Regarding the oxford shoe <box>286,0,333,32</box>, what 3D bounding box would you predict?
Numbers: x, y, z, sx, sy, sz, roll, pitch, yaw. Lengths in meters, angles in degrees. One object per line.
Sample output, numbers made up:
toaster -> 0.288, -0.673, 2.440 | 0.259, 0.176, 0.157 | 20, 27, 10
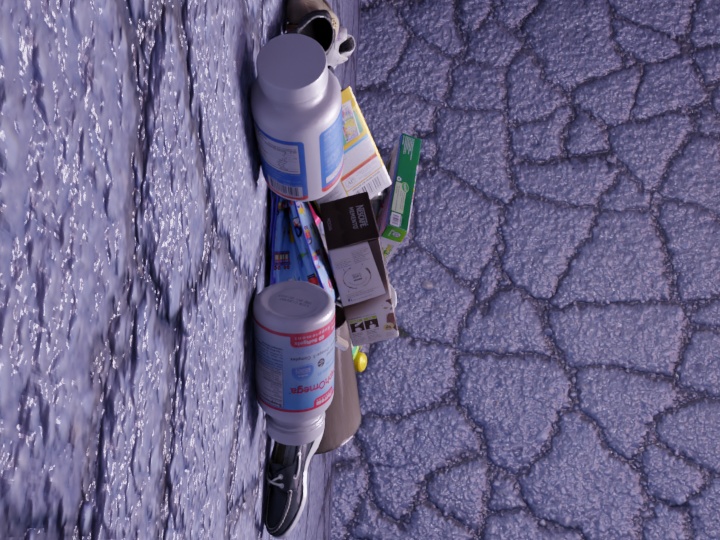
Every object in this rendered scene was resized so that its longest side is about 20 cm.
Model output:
oxford shoe -> -0.077, -0.417, 1.384 | 0.201, 0.069, 0.076 | -86, 172, -66

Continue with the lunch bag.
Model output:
lunch bag -> -0.093, -0.046, 1.303 | 0.151, 0.092, 0.205 | -42, 124, -84

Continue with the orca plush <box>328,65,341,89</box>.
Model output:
orca plush -> -0.059, -0.262, 1.391 | 0.200, 0.070, 0.107 | -96, 167, -73

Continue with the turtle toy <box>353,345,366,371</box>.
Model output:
turtle toy -> -0.066, 0.160, 1.700 | 0.101, 0.143, 0.205 | -15, 108, -64

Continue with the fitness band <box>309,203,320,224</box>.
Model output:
fitness band -> -0.066, -0.146, 1.451 | 0.203, 0.037, 0.144 | -61, 171, -15

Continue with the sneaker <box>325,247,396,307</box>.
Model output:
sneaker -> -0.038, 0.027, 1.515 | 0.082, 0.196, 0.115 | -63, -176, -10

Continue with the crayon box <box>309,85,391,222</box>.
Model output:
crayon box -> -0.042, -0.173, 1.311 | 0.052, 0.125, 0.201 | 48, -10, 42

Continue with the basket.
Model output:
basket -> -0.070, 0.167, 1.470 | 0.181, 0.133, 0.204 | -54, 145, -60

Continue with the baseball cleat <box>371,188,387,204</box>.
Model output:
baseball cleat -> 0.007, -0.178, 1.605 | 0.200, 0.068, 0.109 | -129, -145, -78

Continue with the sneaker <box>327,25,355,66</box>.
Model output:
sneaker -> -0.058, -0.374, 1.559 | 0.200, 0.097, 0.077 | 90, 1, -80

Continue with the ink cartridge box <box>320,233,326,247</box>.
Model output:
ink cartridge box -> -0.060, 0.036, 1.609 | 0.067, 0.114, 0.205 | -35, 124, -88

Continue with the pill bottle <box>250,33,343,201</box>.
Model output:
pill bottle -> -0.076, -0.184, 1.073 | 0.201, 0.109, 0.114 | 91, 2, -60

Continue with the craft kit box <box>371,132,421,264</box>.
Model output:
craft kit box -> 0.051, -0.111, 1.622 | 0.198, 0.048, 0.204 | 126, -22, -58

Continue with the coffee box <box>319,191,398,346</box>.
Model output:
coffee box -> 0.000, 0.000, 1.340 | 0.114, 0.078, 0.203 | -101, 178, -48

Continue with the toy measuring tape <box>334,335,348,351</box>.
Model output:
toy measuring tape -> -0.082, 0.128, 1.273 | 0.199, 0.072, 0.075 | -7, -101, 60

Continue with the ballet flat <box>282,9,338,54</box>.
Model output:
ballet flat -> -0.066, -0.324, 1.250 | 0.067, 0.056, 0.201 | 64, 30, -22

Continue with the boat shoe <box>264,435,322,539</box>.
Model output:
boat shoe -> -0.114, 0.300, 1.343 | 0.060, 0.075, 0.204 | 33, 61, -42

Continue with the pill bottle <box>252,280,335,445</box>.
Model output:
pill bottle -> -0.087, 0.126, 1.170 | 0.109, 0.106, 0.204 | -84, 176, -61
